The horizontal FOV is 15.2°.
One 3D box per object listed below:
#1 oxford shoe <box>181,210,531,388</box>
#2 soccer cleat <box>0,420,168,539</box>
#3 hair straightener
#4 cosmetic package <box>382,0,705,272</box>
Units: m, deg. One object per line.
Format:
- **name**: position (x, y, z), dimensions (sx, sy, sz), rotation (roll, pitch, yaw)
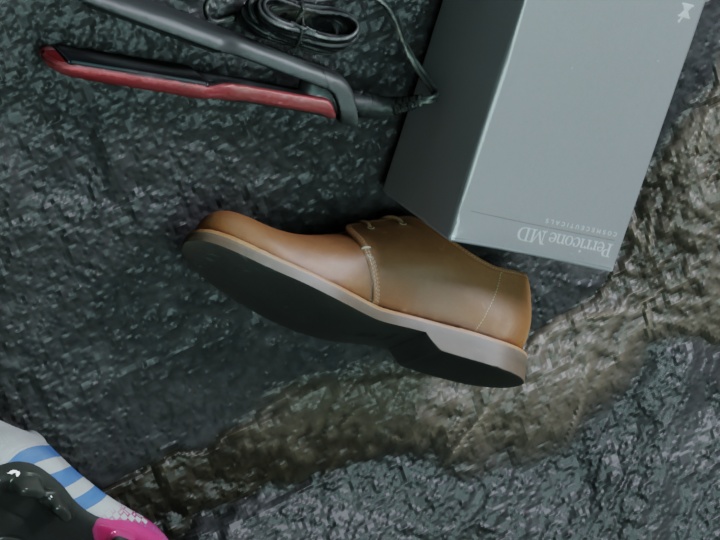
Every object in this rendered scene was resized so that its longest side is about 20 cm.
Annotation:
- **oxford shoe**: position (0.000, 0.000, 1.374), dimensions (0.200, 0.071, 0.072), rotation (19, 74, -28)
- **soccer cleat**: position (-0.153, 0.121, 1.349), dimensions (0.070, 0.086, 0.200), rotation (-38, 143, 1)
- **hair straightener**: position (-0.051, -0.115, 1.305), dimensions (0.199, 0.041, 0.077), rotation (11, 105, -19)
- **cosmetic package**: position (0.097, -0.109, 1.350), dimensions (0.107, 0.090, 0.201), rotation (8, 103, -28)
